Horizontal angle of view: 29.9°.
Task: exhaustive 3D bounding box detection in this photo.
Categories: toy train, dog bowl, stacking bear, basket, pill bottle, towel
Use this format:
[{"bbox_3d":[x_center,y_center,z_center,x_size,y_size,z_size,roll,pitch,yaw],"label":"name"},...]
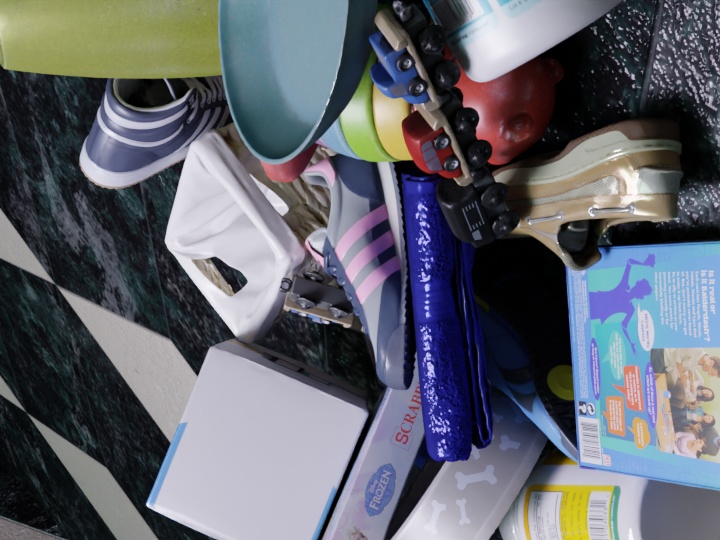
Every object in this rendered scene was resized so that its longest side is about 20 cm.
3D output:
[{"bbox_3d":[0.048,-0.081,0.803,0.034,0.046,0.200,59,179,43],"label":"toy train"},{"bbox_3d":[0.080,0.174,1.080,0.058,0.201,0.200,33,152,2],"label":"dog bowl"},{"bbox_3d":[0.036,-0.120,0.906,0.199,0.122,0.114,11,137,29],"label":"stacking bear"},{"bbox_3d":[0.028,0.042,1.104,0.198,0.034,0.046,18,159,-7],"label":"toy train"},{"bbox_3d":[-0.078,-0.047,1.191,0.136,0.123,0.200,51,153,10],"label":"basket"},{"bbox_3d":[0.189,0.186,1.015,0.113,0.112,0.200,59,153,-7],"label":"pill bottle"},{"bbox_3d":[0.062,0.025,0.969,0.148,0.049,0.202,-79,-16,-83],"label":"towel"},{"bbox_3d":[0.062,-0.219,0.769,0.201,0.110,0.111,60,154,-7],"label":"pill bottle"}]

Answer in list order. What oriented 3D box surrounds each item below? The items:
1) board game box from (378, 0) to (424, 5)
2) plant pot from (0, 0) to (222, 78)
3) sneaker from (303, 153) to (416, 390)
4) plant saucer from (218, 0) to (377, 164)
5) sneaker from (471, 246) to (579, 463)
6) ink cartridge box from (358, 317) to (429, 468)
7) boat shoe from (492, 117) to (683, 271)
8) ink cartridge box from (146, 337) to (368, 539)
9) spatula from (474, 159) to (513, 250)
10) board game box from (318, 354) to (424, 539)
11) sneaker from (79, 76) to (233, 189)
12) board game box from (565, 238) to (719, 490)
[{"bbox_3d":[-0.033,-0.214,1.029,0.200,0.028,0.136,44,152,23],"label":"board game box"},{"bbox_3d":[-0.174,-0.215,0.979,0.187,0.198,0.189,163,90,-74],"label":"plant pot"},{"bbox_3d":[0.000,0.000,1.061,0.070,0.081,0.202,68,-164,-69],"label":"sneaker"},{"bbox_3d":[-0.037,-0.166,0.825,0.200,0.036,0.202,2,92,63],"label":"plant saucer"},{"bbox_3d":[0.132,0.075,1.010,0.201,0.065,0.079,57,153,33],"label":"sneaker"},{"bbox_3d":[0.057,0.099,1.218,0.094,0.044,0.201,27,142,48],"label":"ink cartridge box"},{"bbox_3d":[0.133,-0.037,0.876,0.200,0.071,0.077,155,110,-64],"label":"boat shoe"},{"bbox_3d":[-0.084,0.156,1.200,0.145,0.148,0.200,23,179,1],"label":"ink cartridge box"},{"bbox_3d":[0.085,-0.042,1.034,0.057,0.020,0.200,50,153,16],"label":"spatula"},{"bbox_3d":[0.004,0.190,1.135,0.041,0.201,0.200,23,155,0],"label":"board game box"},{"bbox_3d":[-0.141,-0.150,1.113,0.070,0.200,0.109,43,141,11],"label":"sneaker"},{"bbox_3d":[0.210,0.057,0.842,0.200,0.045,0.154,-1,93,60],"label":"board game box"}]
